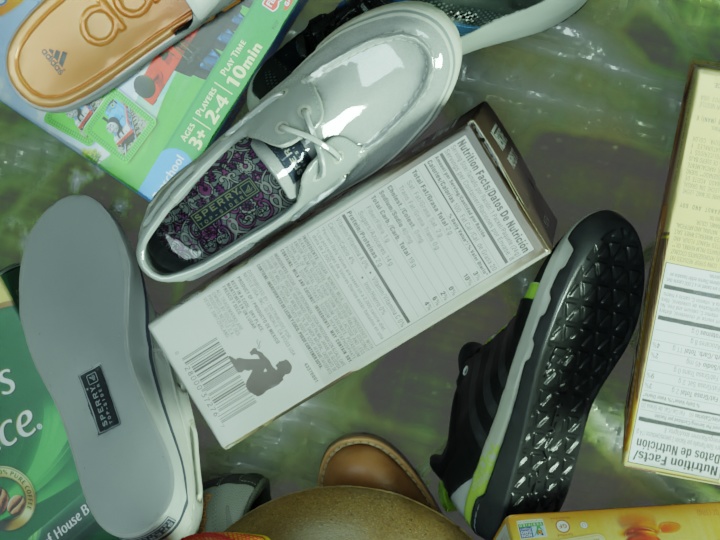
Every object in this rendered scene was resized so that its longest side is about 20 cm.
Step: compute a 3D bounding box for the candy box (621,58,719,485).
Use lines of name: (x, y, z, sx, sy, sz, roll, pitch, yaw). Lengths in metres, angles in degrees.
candy box: (0.177, -0.004, 1.015, 0.055, 0.115, 0.202, 10, 100, 7)

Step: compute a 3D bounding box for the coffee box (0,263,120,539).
coffee box: (-0.202, 0.112, 1.120, 0.122, 0.044, 0.201, -25, 94, 12)

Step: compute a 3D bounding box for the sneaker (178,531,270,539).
sneaker: (-0.108, 0.176, 1.026, 0.199, 0.077, 0.074, -16, 83, 53)

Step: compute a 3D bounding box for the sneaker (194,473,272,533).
sneaker: (-0.044, 0.205, 1.092, 0.079, 0.074, 0.201, -26, 94, 23)

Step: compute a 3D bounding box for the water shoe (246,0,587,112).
water shoe: (0.023, -0.144, 1.027, 0.199, 0.072, 0.079, -25, 133, 3)

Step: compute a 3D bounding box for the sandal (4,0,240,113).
sandal: (-0.104, -0.153, 1.022, 0.206, 0.059, 0.079, -41, 92, 10)

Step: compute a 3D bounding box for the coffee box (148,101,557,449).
coffee box: (0.000, 0.000, 1.041, 0.199, 0.113, 0.080, -32, 94, 10)

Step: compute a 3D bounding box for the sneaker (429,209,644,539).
sneaker: (0.080, 0.051, 1.046, 0.083, 0.071, 0.201, 39, 118, 40)

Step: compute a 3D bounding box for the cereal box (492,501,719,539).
cereal box: (0.156, 0.215, 1.000, 0.143, 0.040, 0.201, -2, 55, -18)

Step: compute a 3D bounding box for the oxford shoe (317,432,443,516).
oxford shoe: (0.021, 0.188, 1.090, 0.071, 0.071, 0.202, -15, 95, 11)

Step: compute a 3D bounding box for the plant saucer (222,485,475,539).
plant saucer: (-0.009, 0.216, 1.042, 0.198, 0.035, 0.202, 0, 94, 6)

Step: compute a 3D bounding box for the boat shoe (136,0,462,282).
boat shoe: (-0.035, -0.060, 0.991, 0.199, 0.069, 0.072, -30, 103, 18)

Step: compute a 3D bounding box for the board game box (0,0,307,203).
board game box: (-0.145, -0.149, 1.077, 0.199, 0.037, 0.152, 34, 101, 2)

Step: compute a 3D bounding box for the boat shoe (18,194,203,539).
boat shoe: (-0.129, 0.056, 1.082, 0.072, 0.066, 0.201, -28, 67, 10)
